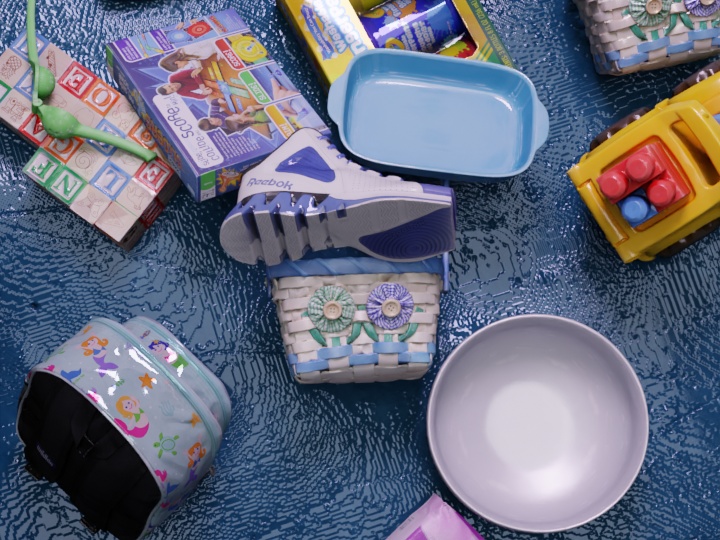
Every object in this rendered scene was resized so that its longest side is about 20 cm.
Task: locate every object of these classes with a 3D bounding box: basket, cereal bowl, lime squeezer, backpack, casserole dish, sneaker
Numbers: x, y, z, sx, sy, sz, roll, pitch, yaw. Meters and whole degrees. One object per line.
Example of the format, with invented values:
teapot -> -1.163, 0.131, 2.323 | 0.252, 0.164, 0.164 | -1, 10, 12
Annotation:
basket -> 0.000, 0.000, 1.207 | 0.176, 0.139, 0.200 | -5, 76, -2
cereal bowl -> 0.158, 0.141, 1.225 | 0.200, 0.083, 0.200 | 0, 82, -2
lime squeezer -> -0.275, -0.167, 1.225 | 0.071, 0.038, 0.200 | -36, 83, -6
backpack -> -0.205, 0.130, 1.162 | 0.178, 0.200, 0.151 | 44, 63, 6
casserole dish -> 0.069, -0.135, 1.204 | 0.200, 0.039, 0.121 | 7, 65, -4
basket -> 0.281, -0.294, 1.264 | 0.176, 0.139, 0.200 | -13, 92, -2
sneaker -> -0.018, -0.072, 1.131 | 0.199, 0.081, 0.115 | -1, 50, 1

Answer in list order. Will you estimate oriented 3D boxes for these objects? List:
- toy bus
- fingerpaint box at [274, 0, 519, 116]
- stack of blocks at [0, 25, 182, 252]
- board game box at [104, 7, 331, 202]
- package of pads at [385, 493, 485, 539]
toy bus -> 0.286, -0.097, 1.185 | 0.200, 0.192, 0.136 | -34, 83, 22
fingerpaint box -> 0.034, -0.224, 1.282 | 0.167, 0.073, 0.200 | -27, 83, -5
stack of blocks -> -0.269, -0.124, 1.267 | 0.200, 0.059, 0.115 | 37, 82, 4
board game box -> -0.134, -0.157, 1.225 | 0.135, 0.034, 0.200 | -20, 53, -22
package of pads -> 0.039, 0.311, 1.200 | 0.200, 0.076, 0.121 | -43, 86, -7
